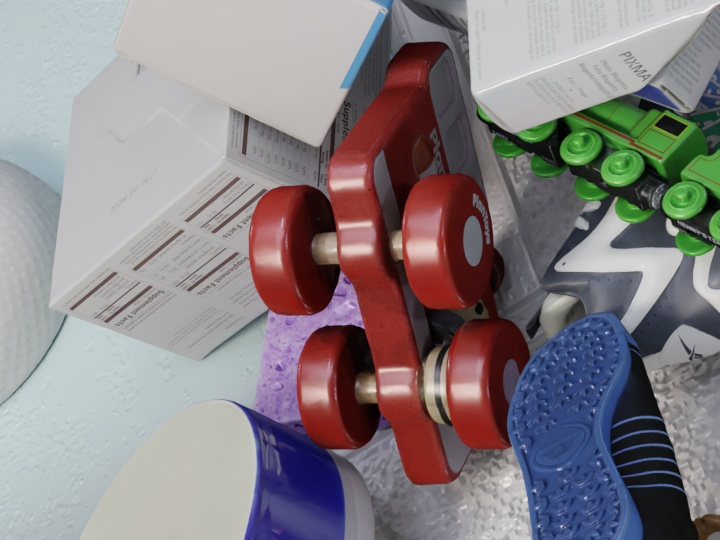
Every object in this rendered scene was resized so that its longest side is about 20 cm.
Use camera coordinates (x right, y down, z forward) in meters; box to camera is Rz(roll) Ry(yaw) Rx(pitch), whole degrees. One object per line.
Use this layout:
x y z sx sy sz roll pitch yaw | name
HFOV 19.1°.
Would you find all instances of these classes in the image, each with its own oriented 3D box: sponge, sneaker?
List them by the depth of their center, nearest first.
0.117 0.101 1.006 0.070 0.078 0.201 -27 27 21 | sneaker
0.131 -0.022 1.134 0.129 0.080 0.200 -31 58 7 | sneaker
0.000 0.000 1.256 0.111 0.030 0.202 -11 57 32 | sponge

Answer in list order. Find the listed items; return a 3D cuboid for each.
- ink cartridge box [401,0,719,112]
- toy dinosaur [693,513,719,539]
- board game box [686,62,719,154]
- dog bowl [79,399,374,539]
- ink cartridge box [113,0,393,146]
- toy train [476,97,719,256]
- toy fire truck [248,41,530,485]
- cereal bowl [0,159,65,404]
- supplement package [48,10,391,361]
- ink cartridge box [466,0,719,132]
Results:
0.137 -0.201 1.121 0.196 0.043 0.201 25 85 43 | ink cartridge box
0.194 0.146 1.009 0.106 0.060 0.201 27 91 31 | toy dinosaur
0.206 -0.122 1.139 0.095 0.030 0.201 -36 62 14 | board game box
-0.083 0.173 1.133 0.200 0.078 0.201 -42 32 33 | dog bowl
-0.029 -0.197 1.143 0.129 0.124 0.201 121 173 -55 | ink cartridge box
0.139 -0.057 1.076 0.056 0.042 0.199 -45 48 -15 | toy train
0.036 0.000 1.128 0.111 0.201 0.168 -3 29 27 | toy fire truck
-0.290 0.005 1.439 0.199 0.083 0.202 -20 53 28 | cereal bowl
-0.083 -0.067 1.260 0.200 0.110 0.157 -35 43 45 | supplement package
0.143 -0.173 1.046 0.199 0.057 0.164 -15 60 26 | ink cartridge box
